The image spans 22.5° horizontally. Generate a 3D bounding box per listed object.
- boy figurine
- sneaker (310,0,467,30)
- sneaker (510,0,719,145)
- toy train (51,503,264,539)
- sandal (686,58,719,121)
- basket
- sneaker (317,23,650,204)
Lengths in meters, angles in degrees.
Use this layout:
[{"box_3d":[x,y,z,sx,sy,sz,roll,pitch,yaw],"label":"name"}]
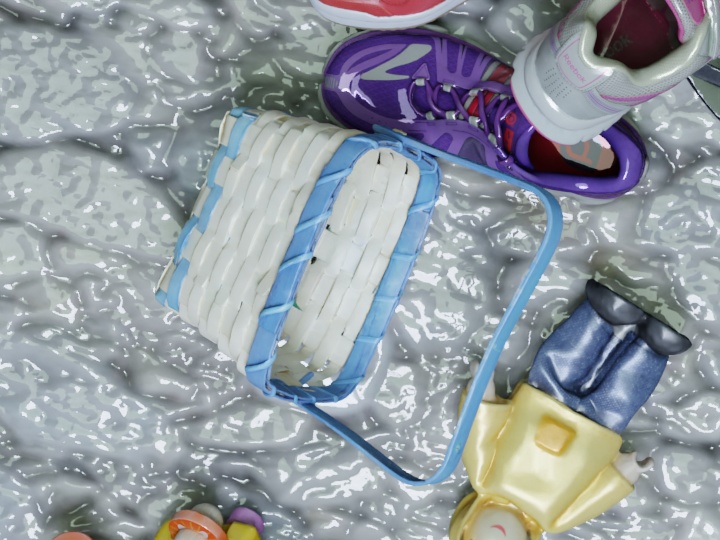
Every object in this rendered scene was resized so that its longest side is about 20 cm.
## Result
[{"box_3d":[0.107,0.102,1.074,0.124,0.064,0.201,35,93,-4],"label":"boy figurine"},{"box_3d":[0.057,-0.194,1.008,0.198,0.113,0.072,-11,73,9],"label":"sneaker"},{"box_3d":[0.177,-0.144,0.982,0.200,0.088,0.082,-40,92,-13],"label":"sneaker"},{"box_3d":[-0.116,0.195,1.050,0.198,0.151,0.056,-10,131,7],"label":"toy train"},{"box_3d":[0.212,-0.137,1.056,0.200,0.043,0.076,39,96,-2],"label":"sandal"},{"box_3d":[0.000,0.000,1.017,0.199,0.139,0.178,31,100,29],"label":"basket"},{"box_3d":[0.073,-0.093,1.045,0.198,0.083,0.081,15,96,2],"label":"sneaker"}]
